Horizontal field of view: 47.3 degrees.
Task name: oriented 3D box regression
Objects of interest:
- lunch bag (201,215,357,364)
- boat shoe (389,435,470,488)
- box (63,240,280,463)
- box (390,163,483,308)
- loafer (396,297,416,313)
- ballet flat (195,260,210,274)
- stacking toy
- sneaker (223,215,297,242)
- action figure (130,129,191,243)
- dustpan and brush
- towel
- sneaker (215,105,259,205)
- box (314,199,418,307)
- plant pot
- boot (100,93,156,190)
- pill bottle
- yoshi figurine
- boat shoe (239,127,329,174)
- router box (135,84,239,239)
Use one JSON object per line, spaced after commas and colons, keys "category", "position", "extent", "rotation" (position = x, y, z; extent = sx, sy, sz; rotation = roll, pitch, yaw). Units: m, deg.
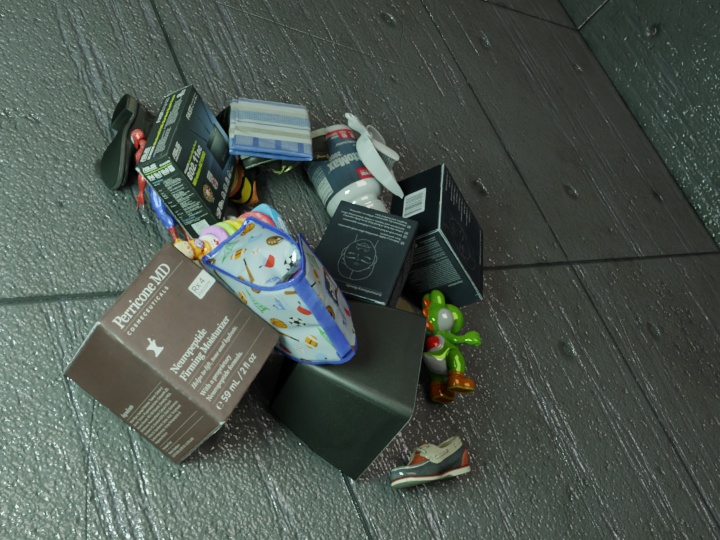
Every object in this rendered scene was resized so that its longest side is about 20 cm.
{"category": "lunch bag", "position": [-0.098, 0.034, 1.136], "extent": [0.124, 0.199, 0.171], "rotation": [-45, 127, -17]}
{"category": "boat shoe", "position": [0.112, 0.314, 1.345], "extent": [0.198, 0.070, 0.064], "rotation": [3, 70, -50]}
{"category": "box", "position": [-0.247, 0.111, 1.088], "extent": [0.199, 0.164, 0.167], "rotation": [40, 47, -9]}
{"category": "box", "position": [0.151, -0.060, 1.614], "extent": [0.197, 0.122, 0.202], "rotation": [52, 31, -34]}
{"category": "loafer", "position": [0.034, 0.097, 1.465], "extent": [0.068, 0.076, 0.199], "rotation": [54, 28, 10]}
{"category": "ballet flat", "position": [-0.235, 0.047, 1.253], "extent": [0.064, 0.071, 0.202], "rotation": [-10, 60, -28]}
{"category": "stacking toy", "position": [-0.203, -0.032, 1.216], "extent": [0.198, 0.109, 0.118], "rotation": [-5, 64, -54]}
{"category": "sneaker", "position": [-0.165, -0.012, 1.376], "extent": [0.197, 0.077, 0.093], "rotation": [20, 56, -22]}
{"category": "action figure", "position": [-0.316, -0.122, 1.284], "extent": [0.065, 0.051, 0.204], "rotation": [-26, 100, -59]}
{"category": "dustpan and brush", "position": [0.022, -0.235, 1.546], "extent": [0.198, 0.057, 0.141], "rotation": [26, 38, -44]}
{"category": "towel", "position": [-0.156, -0.244, 1.422], "extent": [0.144, 0.024, 0.201], "rotation": [4, 34, -11]}
{"category": "sneaker", "position": [-0.224, -0.202, 1.483], "extent": [0.090, 0.069, 0.203], "rotation": [31, 38, -43]}
{"category": "box", "position": [0.000, 0.000, 1.393], "extent": [0.146, 0.108, 0.202], "rotation": [16, 49, 10]}
{"category": "plant pot", "position": [-0.026, 0.160, 1.264], "extent": [0.175, 0.200, 0.202], "rotation": [26, 42, -10]}
{"category": "boot", "position": [-0.331, -0.189, 1.364], "extent": [0.173, 0.069, 0.203], "rotation": [28, 48, -35]}
{"category": "pill bottle", "position": [-0.026, -0.167, 1.590], "extent": [0.118, 0.119, 0.202], "rotation": [-9, 64, -47]}
{"category": "yoshi figurine", "position": [0.164, 0.136, 1.516], "extent": [0.110, 0.112, 0.204], "rotation": [-8, 64, 1]}
{"category": "boat shoe", "position": [-0.130, -0.206, 1.472], "extent": [0.199, 0.071, 0.062], "rotation": [-25, 105, -42]}
{"category": "router box", "position": [-0.267, -0.174, 1.301], "extent": [0.151, 0.061, 0.202], "rotation": [56, 24, -37]}
